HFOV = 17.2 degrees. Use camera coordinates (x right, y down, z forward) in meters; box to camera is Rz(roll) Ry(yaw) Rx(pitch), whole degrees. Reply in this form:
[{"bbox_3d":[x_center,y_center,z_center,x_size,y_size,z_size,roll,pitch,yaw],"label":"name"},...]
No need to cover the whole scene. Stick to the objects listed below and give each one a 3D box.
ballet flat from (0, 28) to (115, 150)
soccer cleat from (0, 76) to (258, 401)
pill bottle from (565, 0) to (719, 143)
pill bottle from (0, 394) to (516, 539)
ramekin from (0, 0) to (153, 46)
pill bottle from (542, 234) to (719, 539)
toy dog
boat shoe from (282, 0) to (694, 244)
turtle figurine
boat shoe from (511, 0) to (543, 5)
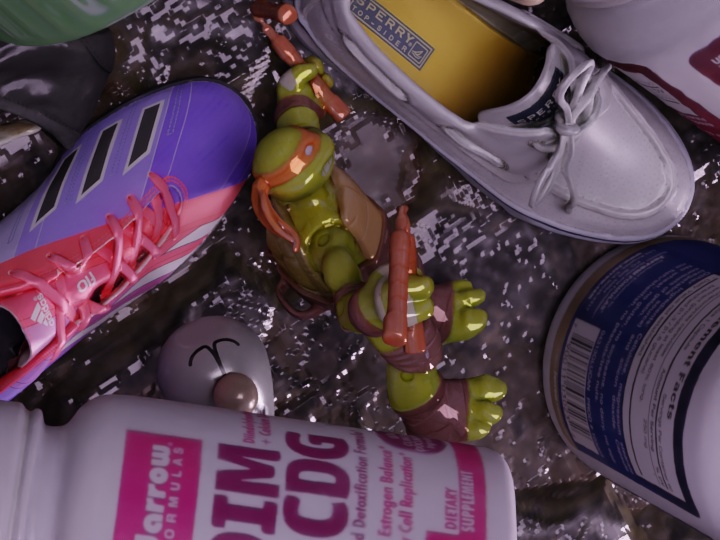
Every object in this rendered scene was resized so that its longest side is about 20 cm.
[{"bbox_3d":[-0.184,-0.072,0.857,0.199,0.068,0.069,4,107,-22],"label":"ballet flat"},{"bbox_3d":[-0.112,0.001,0.893,0.200,0.073,0.068,-38,110,-12],"label":"soccer cleat"},{"bbox_3d":[0.151,-0.113,0.933,0.199,0.114,0.115,31,88,-37],"label":"pill bottle"},{"bbox_3d":[-0.053,0.105,0.832,0.198,0.113,0.114,8,97,-7],"label":"pill bottle"},{"bbox_3d":[-0.091,-0.171,0.806,0.200,0.200,0.098,-48,120,-7],"label":"ramekin"},{"bbox_3d":[0.161,0.055,0.942,0.110,0.200,0.112,-4,102,-21],"label":"pill bottle"},{"bbox_3d":[-0.022,0.124,0.932,0.132,0.096,0.200,-47,113,-7],"label":"toy dog"},{"bbox_3d":[0.066,-0.069,0.943,0.201,0.086,0.075,35,87,-23],"label":"boat shoe"},{"bbox_3d":[0.000,0.000,0.898,0.064,0.200,0.162,-32,132,5],"label":"turtle figurine"},{"bbox_3d":[0.086,-0.191,0.838,0.201,0.065,0.072,-62,157,7],"label":"boat shoe"}]
